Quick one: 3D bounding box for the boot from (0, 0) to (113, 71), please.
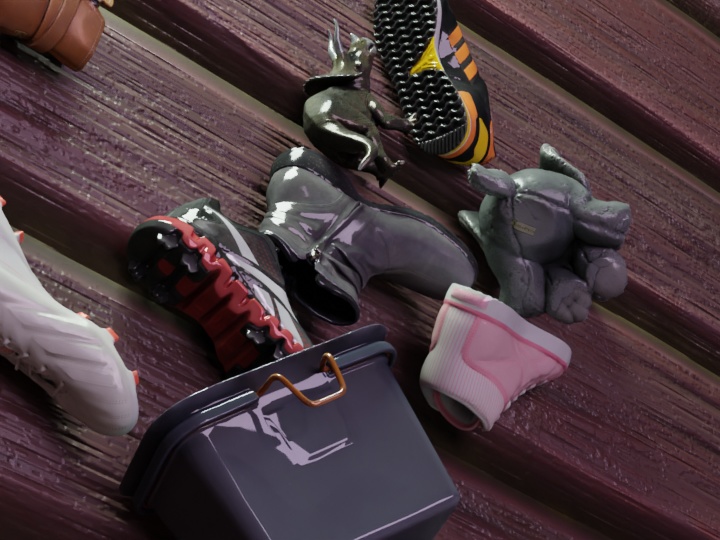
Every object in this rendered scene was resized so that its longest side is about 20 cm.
[{"bbox_3d":[-0.244,-0.256,1.506,0.155,0.077,0.201,31,46,-25],"label":"boot"}]

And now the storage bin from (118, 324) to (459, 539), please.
[{"bbox_3d":[-0.033,0.138,1.333,0.199,0.146,0.135,-20,65,-36],"label":"storage bin"}]

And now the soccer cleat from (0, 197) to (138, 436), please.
[{"bbox_3d":[-0.225,0.036,1.324,0.200,0.069,0.077,51,42,6],"label":"soccer cleat"}]

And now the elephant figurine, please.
[{"bbox_3d":[0.154,-0.033,1.738,0.200,0.140,0.156,-102,-169,-76],"label":"elephant figurine"}]

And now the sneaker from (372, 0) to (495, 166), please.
[{"bbox_3d":[0.071,-0.181,1.814,0.090,0.070,0.201,26,44,-54],"label":"sneaker"}]

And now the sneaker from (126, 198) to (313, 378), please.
[{"bbox_3d":[-0.079,0.027,1.477,0.201,0.071,0.098,49,40,-6],"label":"sneaker"}]

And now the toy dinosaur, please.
[{"bbox_3d":[-0.012,-0.116,1.648,0.102,0.077,0.200,31,31,-8],"label":"toy dinosaur"}]

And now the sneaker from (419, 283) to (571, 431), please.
[{"bbox_3d":[0.105,0.084,1.645,0.200,0.075,0.105,31,79,-62],"label":"sneaker"}]

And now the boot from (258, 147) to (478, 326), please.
[{"bbox_3d":[0.000,0.000,1.585,0.199,0.070,0.132,27,38,-15],"label":"boot"}]
